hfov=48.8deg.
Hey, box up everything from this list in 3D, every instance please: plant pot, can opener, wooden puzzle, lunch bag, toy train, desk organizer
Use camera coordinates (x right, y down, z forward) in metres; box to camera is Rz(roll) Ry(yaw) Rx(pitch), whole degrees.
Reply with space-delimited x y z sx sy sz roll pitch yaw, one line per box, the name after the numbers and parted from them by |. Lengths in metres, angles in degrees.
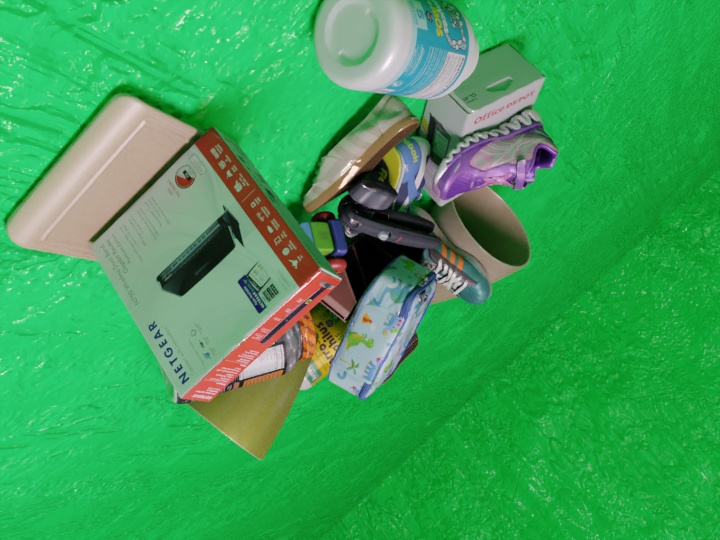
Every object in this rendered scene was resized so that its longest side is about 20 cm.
0.161 -0.029 1.393 0.187 0.187 0.200 -12 156 -50 | plant pot
0.044 -0.064 1.088 0.079 0.063 0.200 -28 147 33 | can opener
-0.230 -0.082 0.810 0.185 0.037 0.200 -45 154 12 | wooden puzzle
-0.160 0.150 1.212 0.200 0.187 0.187 -51 161 -12 | plant pot
0.037 0.082 1.184 0.200 0.082 0.161 -65 169 20 | lunch bag
-0.115 -0.010 1.096 0.116 0.085 0.200 0 158 -36 | toy train
0.000 0.000 1.213 0.077 0.072 0.200 -53 175 22 | desk organizer

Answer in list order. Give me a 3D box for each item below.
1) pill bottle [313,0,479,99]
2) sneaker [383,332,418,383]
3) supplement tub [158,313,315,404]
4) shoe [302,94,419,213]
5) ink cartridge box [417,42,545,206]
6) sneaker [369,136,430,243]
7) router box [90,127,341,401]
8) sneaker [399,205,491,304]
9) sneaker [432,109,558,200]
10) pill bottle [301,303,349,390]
0.050 -0.243 0.851 0.200 0.111 0.111 -10 144 -53 | pill bottle
0.025 0.163 1.410 0.200 0.071 0.076 -26 178 -45 | sneaker
-0.169 0.097 1.077 0.200 0.123 0.123 -14 149 -23 | supplement tub
-0.010 -0.148 1.022 0.200 0.053 0.070 -39 177 28 | shoe
0.162 -0.207 1.142 0.147 0.086 0.200 -30 155 -24 | ink cartridge box
0.053 -0.115 1.157 0.082 0.074 0.200 -30 158 -30 | sneaker
-0.144 -0.007 0.770 0.179 0.200 0.049 -43 155 8 | router box
0.121 -0.011 1.263 0.071 0.200 0.080 -45 -179 41 | sneaker
0.190 -0.143 1.080 0.200 0.089 0.081 -29 157 -20 | sneaker
-0.088 0.130 1.343 0.200 0.113 0.113 -36 158 -10 | pill bottle
